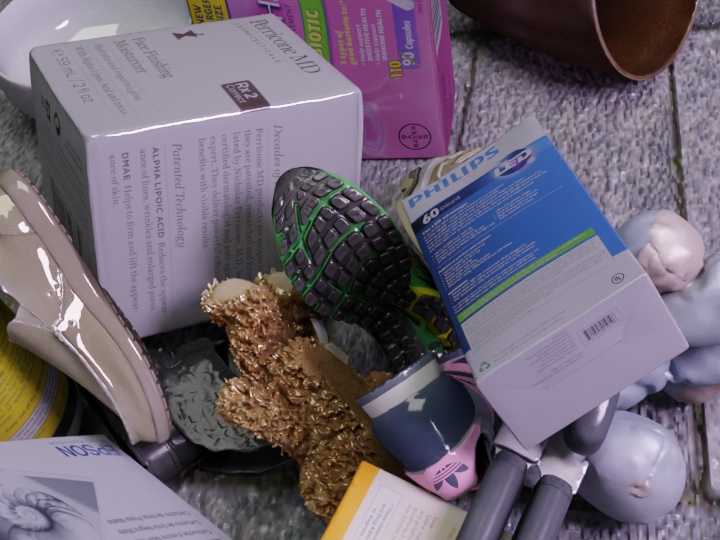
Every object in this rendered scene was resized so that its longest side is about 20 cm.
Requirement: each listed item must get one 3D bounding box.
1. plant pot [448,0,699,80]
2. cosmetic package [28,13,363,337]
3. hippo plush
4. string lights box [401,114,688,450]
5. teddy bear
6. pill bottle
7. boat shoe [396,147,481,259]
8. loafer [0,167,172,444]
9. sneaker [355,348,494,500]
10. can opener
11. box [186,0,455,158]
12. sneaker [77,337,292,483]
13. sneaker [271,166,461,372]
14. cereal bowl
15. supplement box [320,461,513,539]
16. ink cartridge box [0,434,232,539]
[{"bbox_3d":[0.174,-0.272,1.080,0.199,0.188,0.187,13,48,41],"label":"plant pot"},{"bbox_3d":[-0.122,-0.074,0.893,0.198,0.167,0.165,-14,36,-23],"label":"cosmetic package"},{"bbox_3d":[0.154,0.062,0.754,0.198,0.160,0.162,26,64,10],"label":"hippo plush"},{"bbox_3d":[0.096,-0.003,0.691,0.102,0.059,0.201,-33,30,10],"label":"string lights box"},{"bbox_3d":[-0.035,0.083,0.803,0.200,0.067,0.145,50,28,4],"label":"teddy bear"},{"bbox_3d":[-0.279,0.058,0.797,0.113,0.201,0.115,-13,47,15],"label":"pill bottle"},{"bbox_3d":[0.072,-0.045,0.886,0.068,0.075,0.200,-33,21,12],"label":"boat shoe"},{"bbox_3d":[-0.190,0.033,0.776,0.068,0.201,0.076,-32,10,-8],"label":"loafer"},{"bbox_3d":[0.055,0.098,0.752,0.070,0.200,0.083,-35,79,15],"label":"sneaker"},{"bbox_3d":[0.090,0.114,0.641,0.053,0.067,0.201,25,56,8],"label":"can opener"},{"bbox_3d":[-0.027,-0.190,1.018,0.197,0.177,0.097,1,45,11],"label":"box"},{"bbox_3d":[-0.137,0.081,0.864,0.104,0.060,0.200,-32,54,-18],"label":"sneaker"},{"bbox_3d":[0.000,0.000,0.831,0.078,0.200,0.085,-38,38,3],"label":"sneaker"},{"bbox_3d":[-0.242,-0.199,1.132,0.197,0.084,0.201,-6,45,6],"label":"cereal bowl"},{"bbox_3d":[0.059,0.210,0.657,0.198,0.074,0.127,25,56,12],"label":"supplement box"},{"bbox_3d":[-0.150,0.164,0.692,0.199,0.199,0.041,33,100,25],"label":"ink cartridge box"}]
